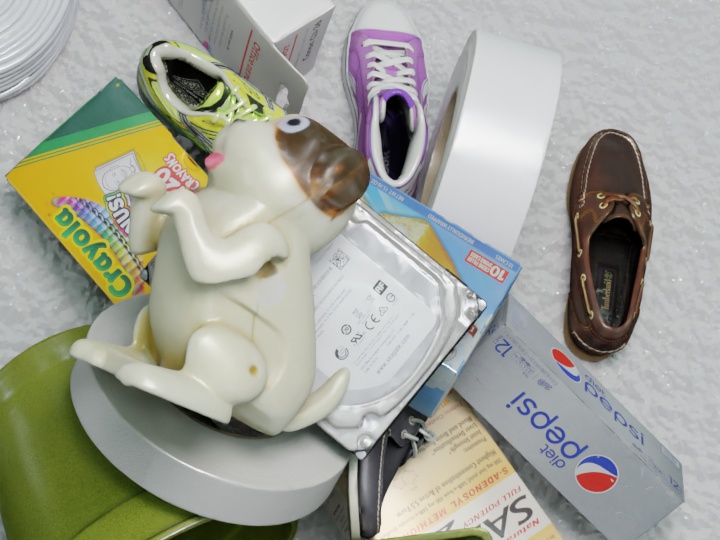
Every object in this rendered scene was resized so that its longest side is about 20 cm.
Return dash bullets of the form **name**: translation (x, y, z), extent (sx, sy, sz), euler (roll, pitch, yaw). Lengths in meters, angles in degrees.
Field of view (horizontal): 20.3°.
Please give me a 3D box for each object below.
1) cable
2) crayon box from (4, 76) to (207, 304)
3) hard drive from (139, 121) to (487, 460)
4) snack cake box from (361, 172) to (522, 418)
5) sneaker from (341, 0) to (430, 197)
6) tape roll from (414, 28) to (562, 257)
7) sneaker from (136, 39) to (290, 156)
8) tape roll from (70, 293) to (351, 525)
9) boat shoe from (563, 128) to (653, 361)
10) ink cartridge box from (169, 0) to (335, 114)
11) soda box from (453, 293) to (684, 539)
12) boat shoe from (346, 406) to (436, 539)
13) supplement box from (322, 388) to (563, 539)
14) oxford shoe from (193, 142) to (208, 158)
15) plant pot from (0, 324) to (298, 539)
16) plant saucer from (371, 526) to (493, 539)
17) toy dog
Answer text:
- **cable**: translation (-0.325, -0.229, 1.608), extent (0.200, 0.069, 0.200), euler (43, 68, 7)
- **crayon box**: translation (-0.163, -0.036, 1.535), extent (0.119, 0.058, 0.200), euler (-42, 69, -4)
- **hard drive**: translation (-0.032, 0.013, 1.372), extent (0.200, 0.038, 0.140), euler (40, 90, 4)
- **snack cake box**: translation (0.000, 0.000, 1.447), extent (0.200, 0.067, 0.115), euler (31, 52, 3)
- **sneaker**: translation (0.029, -0.144, 1.617), extent (0.072, 0.114, 0.201), euler (1, 68, -8)
- **tape roll**: translation (0.092, -0.083, 1.558), extent (0.071, 0.203, 0.203), euler (16, 67, -3)
- **sneaker**: translation (-0.091, -0.104, 1.529), extent (0.200, 0.076, 0.076), euler (32, 84, 6)
- **tape roll**: translation (-0.101, 0.092, 1.389), extent (0.202, 0.037, 0.203), euler (21, 31, -13)
- **boat shoe**: translation (0.205, -0.028, 1.629), extent (0.070, 0.070, 0.201), euler (7, 67, -7)
- **ink cartridge box**: translation (-0.089, -0.215, 1.621), extent (0.067, 0.117, 0.200), euler (-34, 80, -20)
- **soda box**: translation (0.155, 0.115, 1.524), extent (0.200, 0.063, 0.068), euler (44, 111, -12)
- **boat shoe**: translation (0.026, 0.104, 1.464), extent (0.062, 0.073, 0.201), euler (7, 58, 2)
- **supplement box**: translation (0.058, 0.186, 1.517), extent (0.126, 0.074, 0.200), euler (-32, 78, -19)
- **oxford shoe**: translation (-0.084, -0.072, 1.603), extent (0.058, 0.075, 0.200), euler (-35, 86, 20)
- **plant pot**: translation (-0.179, 0.150, 1.438), extent (0.200, 0.201, 0.193), euler (-26, 66, -18)
- **plant saucer**: translation (0.014, 0.273, 1.427), extent (0.199, 0.048, 0.201), euler (-9, 107, 11)
- **toy dog**: translation (-0.067, -0.004, 1.289), extent (0.193, 0.140, 0.201), euler (21, 88, -18)
